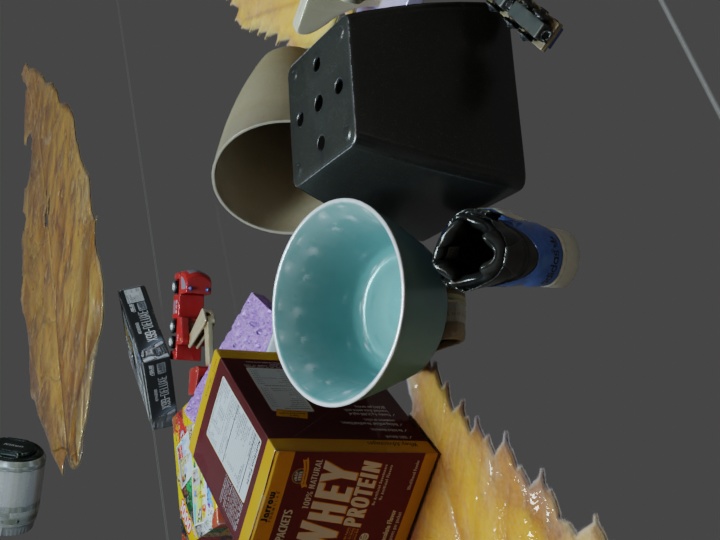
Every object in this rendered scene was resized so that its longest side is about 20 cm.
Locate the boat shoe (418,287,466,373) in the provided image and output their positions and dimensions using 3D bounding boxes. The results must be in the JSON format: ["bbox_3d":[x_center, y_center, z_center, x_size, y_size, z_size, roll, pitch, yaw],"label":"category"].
[{"bbox_3d":[0.044,0.078,1.161,0.200,0.072,0.066,-32,57,48],"label":"boat shoe"}]

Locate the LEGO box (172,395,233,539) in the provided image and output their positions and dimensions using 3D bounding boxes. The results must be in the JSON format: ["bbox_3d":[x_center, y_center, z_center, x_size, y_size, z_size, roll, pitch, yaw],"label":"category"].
[{"bbox_3d":[-0.209,0.288,1.571,0.149,0.076,0.202,-43,49,50],"label":"LEGO box"}]

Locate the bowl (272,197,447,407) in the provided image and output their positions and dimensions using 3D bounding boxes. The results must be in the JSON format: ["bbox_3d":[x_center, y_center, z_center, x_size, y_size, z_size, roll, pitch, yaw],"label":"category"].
[{"bbox_3d":[0.011,0.035,1.076,0.200,0.104,0.203,-9,79,48],"label":"bowl"}]

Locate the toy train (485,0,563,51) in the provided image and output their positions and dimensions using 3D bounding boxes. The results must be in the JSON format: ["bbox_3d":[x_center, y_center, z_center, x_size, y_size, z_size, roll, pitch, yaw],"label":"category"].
[{"bbox_3d":[0.143,-0.268,1.059,0.034,0.046,0.201,-53,39,20],"label":"toy train"}]

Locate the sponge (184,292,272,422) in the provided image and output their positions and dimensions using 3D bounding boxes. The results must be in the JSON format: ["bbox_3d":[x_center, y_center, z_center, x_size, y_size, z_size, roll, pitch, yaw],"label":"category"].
[{"bbox_3d":[-0.161,0.143,1.475,0.111,0.030,0.201,37,101,41],"label":"sponge"}]

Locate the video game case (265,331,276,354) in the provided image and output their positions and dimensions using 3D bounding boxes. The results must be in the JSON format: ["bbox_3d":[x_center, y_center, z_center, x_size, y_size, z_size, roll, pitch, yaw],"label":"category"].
[{"bbox_3d":[-0.078,0.034,1.311,0.201,0.023,0.183,111,179,-46],"label":"video game case"}]

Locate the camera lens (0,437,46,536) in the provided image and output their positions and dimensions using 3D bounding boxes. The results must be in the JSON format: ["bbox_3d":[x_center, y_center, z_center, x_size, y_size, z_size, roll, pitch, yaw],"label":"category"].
[{"bbox_3d":[-0.848,0.515,2.597,0.160,0.158,0.202,28,110,59],"label":"camera lens"}]

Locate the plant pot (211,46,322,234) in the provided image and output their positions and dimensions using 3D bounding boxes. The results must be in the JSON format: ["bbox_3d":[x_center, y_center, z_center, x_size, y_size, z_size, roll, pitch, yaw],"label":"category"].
[{"bbox_3d":[-0.088,-0.183,1.352,0.188,0.186,0.202,-54,28,43],"label":"plant pot"}]

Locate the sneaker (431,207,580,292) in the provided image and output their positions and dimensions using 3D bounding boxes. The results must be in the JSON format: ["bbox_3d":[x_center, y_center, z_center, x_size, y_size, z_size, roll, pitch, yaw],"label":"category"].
[{"bbox_3d":[0.104,-0.024,1.024,0.199,0.110,0.078,21,103,60],"label":"sneaker"}]

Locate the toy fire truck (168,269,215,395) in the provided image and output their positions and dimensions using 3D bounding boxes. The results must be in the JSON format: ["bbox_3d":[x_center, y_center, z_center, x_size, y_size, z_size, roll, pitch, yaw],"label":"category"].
[{"bbox_3d":[-0.260,0.097,1.721,0.141,0.048,0.203,-7,79,60],"label":"toy fire truck"}]

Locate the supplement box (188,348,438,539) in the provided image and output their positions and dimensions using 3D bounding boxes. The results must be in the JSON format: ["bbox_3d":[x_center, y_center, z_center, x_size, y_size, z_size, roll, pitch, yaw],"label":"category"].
[{"bbox_3d":[-0.058,0.199,1.192,0.200,0.195,0.134,48,125,53],"label":"supplement box"}]

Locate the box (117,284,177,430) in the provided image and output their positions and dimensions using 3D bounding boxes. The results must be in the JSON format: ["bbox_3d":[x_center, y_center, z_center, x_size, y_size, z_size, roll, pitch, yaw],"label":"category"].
[{"bbox_3d":[-0.364,0.148,1.852,0.201,0.049,0.159,-122,26,-47],"label":"box"}]

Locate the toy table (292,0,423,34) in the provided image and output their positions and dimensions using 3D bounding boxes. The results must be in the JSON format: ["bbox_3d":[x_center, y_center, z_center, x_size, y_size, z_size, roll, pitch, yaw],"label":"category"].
[{"bbox_3d":[0.002,-0.357,1.254,0.184,0.116,0.202,50,129,52],"label":"toy table"}]

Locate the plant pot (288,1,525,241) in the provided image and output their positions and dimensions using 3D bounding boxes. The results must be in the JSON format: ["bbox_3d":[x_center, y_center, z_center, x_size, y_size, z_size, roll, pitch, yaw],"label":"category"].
[{"bbox_3d":[0.034,-0.158,1.106,0.199,0.176,0.202,-26,63,56],"label":"plant pot"}]
